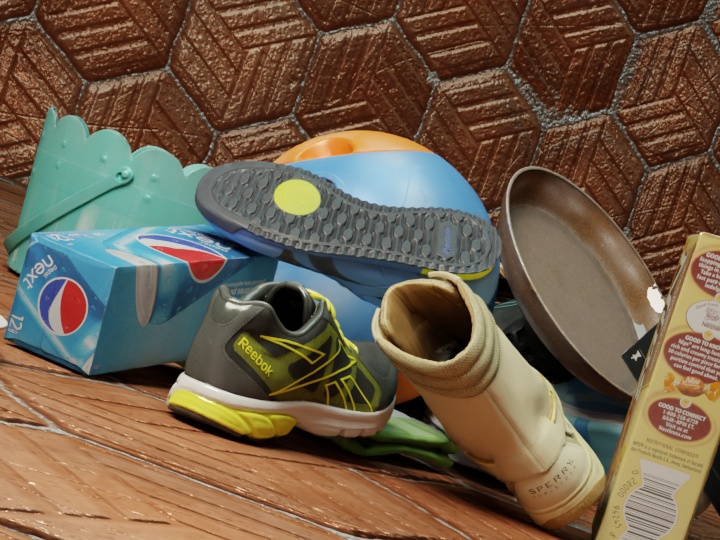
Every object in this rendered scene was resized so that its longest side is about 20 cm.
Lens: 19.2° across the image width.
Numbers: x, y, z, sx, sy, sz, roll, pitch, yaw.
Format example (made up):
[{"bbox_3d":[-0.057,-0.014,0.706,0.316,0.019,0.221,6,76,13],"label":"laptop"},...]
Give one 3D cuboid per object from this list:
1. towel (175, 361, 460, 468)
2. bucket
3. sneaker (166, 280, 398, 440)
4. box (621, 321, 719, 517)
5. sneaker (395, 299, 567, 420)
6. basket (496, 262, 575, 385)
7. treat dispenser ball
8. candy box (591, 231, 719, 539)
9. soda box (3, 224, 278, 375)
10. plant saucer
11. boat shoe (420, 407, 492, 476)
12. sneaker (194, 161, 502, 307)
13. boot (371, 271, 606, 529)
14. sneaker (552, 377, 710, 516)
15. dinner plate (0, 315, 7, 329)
[{"bbox_3d":[-0.050,0.082,1.378,0.200,0.031,0.149,24,6,34],"label":"towel"},{"bbox_3d":[-0.185,-0.038,1.733,0.207,0.135,0.207,21,1,0],"label":"bucket"},{"bbox_3d":[-0.030,0.049,1.228,0.074,0.085,0.200,22,12,26],"label":"sneaker"},{"bbox_3d":[0.291,0.096,1.454,0.079,0.141,0.200,19,35,-49],"label":"box"},{"bbox_3d":[0.102,0.067,1.656,0.199,0.076,0.079,-16,7,2],"label":"sneaker"},{"bbox_3d":[0.115,0.064,1.857,0.199,0.143,0.149,20,1,11],"label":"basket"},{"bbox_3d":[0.000,0.000,1.532,0.200,0.201,0.201,20,1,-1],"label":"treat dispenser ball"},{"bbox_3d":[0.198,0.078,1.309,0.055,0.201,0.115,19,2,5],"label":"candy box"},{"bbox_3d":[-0.128,0.015,1.291,0.064,0.068,0.200,20,11,23],"label":"soda box"},{"bbox_3d":[0.163,0.016,1.557,0.200,0.032,0.201,37,34,-30],"label":"plant saucer"},{"bbox_3d":[0.089,0.103,1.485,0.071,0.070,0.200,20,1,-9],"label":"boat shoe"},{"bbox_3d":[-0.011,-0.011,1.350,0.199,0.066,0.079,14,-38,-1],"label":"sneaker"},{"bbox_3d":[0.060,0.057,1.297,0.156,0.073,0.200,50,2,-30],"label":"boot"},{"bbox_3d":[0.216,0.114,1.588,0.130,0.080,0.200,-27,30,-30],"label":"sneaker"},{"bbox_3d":[-0.283,0.003,1.114,0.200,0.024,0.200,19,2,-1],"label":"dinner plate"}]
